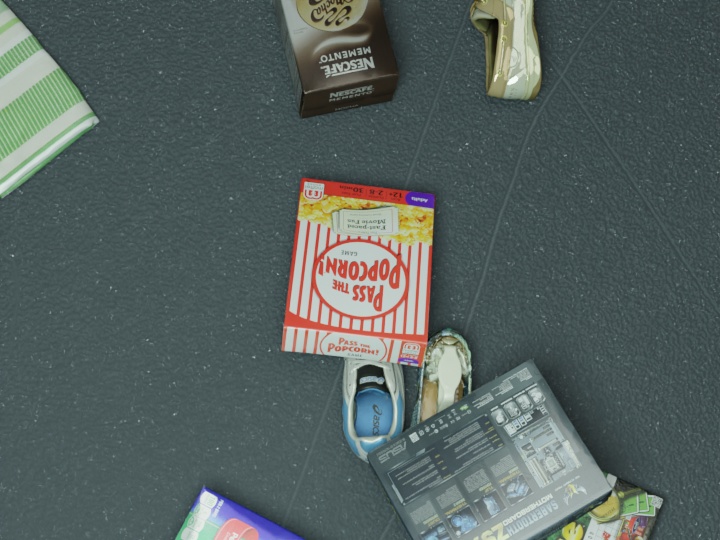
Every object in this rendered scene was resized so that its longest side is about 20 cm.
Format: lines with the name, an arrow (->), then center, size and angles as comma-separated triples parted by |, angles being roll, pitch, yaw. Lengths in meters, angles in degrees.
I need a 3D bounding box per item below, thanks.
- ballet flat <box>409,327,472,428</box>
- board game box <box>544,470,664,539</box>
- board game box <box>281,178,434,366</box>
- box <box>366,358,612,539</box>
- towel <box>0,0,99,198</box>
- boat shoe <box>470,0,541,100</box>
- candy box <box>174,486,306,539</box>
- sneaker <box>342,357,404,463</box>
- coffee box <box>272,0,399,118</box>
ballet flat -> 0.086, 0.157, 1.547 | 0.074, 0.074, 0.202 | 1, 75, -4
board game box -> 0.238, 0.312, 1.540 | 0.104, 0.023, 0.201 | 22, 74, 4
board game box -> 0.000, 0.000, 1.561 | 0.150, 0.046, 0.201 | 6, 54, -3
box -> 0.129, 0.207, 1.467 | 0.199, 0.051, 0.158 | -30, 70, -4
towel -> -0.407, -0.196, 1.629 | 0.152, 0.023, 0.200 | -40, 80, -14
boat shoe -> 0.160, -0.292, 1.673 | 0.066, 0.074, 0.202 | -5, 75, -11
candy box -> -0.111, 0.342, 1.475 | 0.199, 0.077, 0.170 | 27, 74, 2
sneaker -> 0.013, 0.103, 1.551 | 0.071, 0.073, 0.202 | -3, 68, -4
coffee box -> -0.035, -0.286, 1.652 | 0.112, 0.080, 0.202 | -12, 76, -9
